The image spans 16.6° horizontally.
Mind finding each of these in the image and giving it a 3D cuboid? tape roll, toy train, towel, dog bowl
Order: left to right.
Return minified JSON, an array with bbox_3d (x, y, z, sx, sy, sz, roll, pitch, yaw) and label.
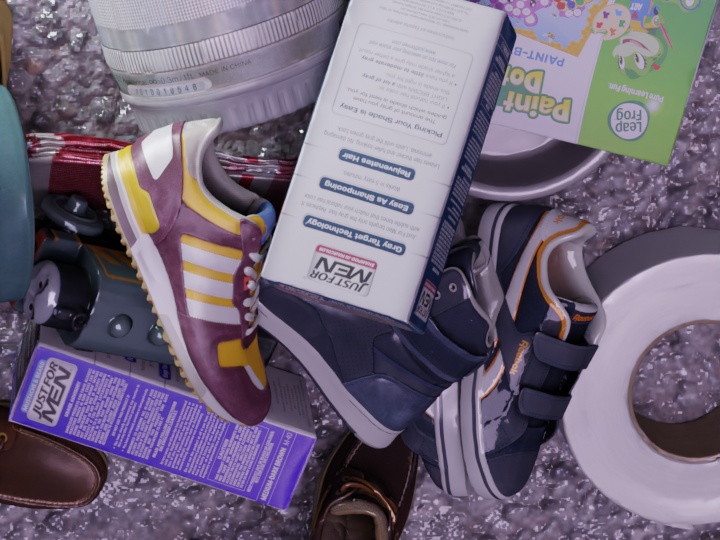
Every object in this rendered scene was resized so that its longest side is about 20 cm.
[{"bbox_3d":[-0.144,0.015,1.626,0.199,0.114,0.086,14,113,-36],"label":"toy train"},{"bbox_3d":[-0.127,-0.059,1.619,0.198,0.144,0.023,4,78,-8],"label":"towel"},{"bbox_3d":[0.100,-0.138,1.659,0.198,0.059,0.202,-2,107,-7],"label":"dog bowl"},{"bbox_3d":[0.231,0.075,1.735,0.201,0.071,0.204,-2,108,-7],"label":"tape roll"}]

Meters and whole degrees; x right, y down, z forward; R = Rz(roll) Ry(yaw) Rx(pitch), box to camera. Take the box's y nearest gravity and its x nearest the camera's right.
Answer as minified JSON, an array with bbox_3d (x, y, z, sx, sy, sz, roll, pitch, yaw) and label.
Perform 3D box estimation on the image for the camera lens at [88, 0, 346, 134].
[{"bbox_3d":[-0.099,-0.202,1.560,0.159,0.160,0.201,-15,108,-2],"label":"camera lens"}]

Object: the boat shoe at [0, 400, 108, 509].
[{"bbox_3d":[-0.269,0.123,1.690,0.199,0.068,0.072,20,104,-13],"label":"boat shoe"}]

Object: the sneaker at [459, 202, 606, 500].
[{"bbox_3d":[0.116,0.056,1.654,0.079,0.078,0.202,4,92,29],"label":"sneaker"}]

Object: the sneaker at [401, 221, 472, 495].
[{"bbox_3d":[0.038,0.058,1.695,0.079,0.078,0.202,-1,108,16],"label":"sneaker"}]

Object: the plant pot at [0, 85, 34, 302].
[{"bbox_3d":[-0.301,-0.039,1.501,0.187,0.200,0.202,-6,109,-19],"label":"plant pot"}]

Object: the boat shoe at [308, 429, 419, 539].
[{"bbox_3d":[0.000,0.176,1.685,0.072,0.072,0.201,35,57,-9],"label":"boat shoe"}]

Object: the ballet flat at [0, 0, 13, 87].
[{"bbox_3d":[-0.263,-0.089,1.627,0.068,0.063,0.202,0,108,-6],"label":"ballet flat"}]

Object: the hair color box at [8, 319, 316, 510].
[{"bbox_3d":[-0.135,0.087,1.674,0.199,0.109,0.065,21,106,-12],"label":"hair color box"}]

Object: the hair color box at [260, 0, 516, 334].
[{"bbox_3d":[0.019,-0.072,1.525,0.099,0.061,0.201,17,84,13],"label":"hair color box"}]

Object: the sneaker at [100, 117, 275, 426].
[{"bbox_3d":[-0.084,0.003,1.535,0.090,0.075,0.201,-22,111,10],"label":"sneaker"}]

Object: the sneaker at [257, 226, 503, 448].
[{"bbox_3d":[0.001,0.000,1.589,0.146,0.077,0.202,-38,101,29],"label":"sneaker"}]

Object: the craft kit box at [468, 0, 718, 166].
[{"bbox_3d":[0.132,-0.186,1.596,0.199,0.049,0.199,12,108,-10],"label":"craft kit box"}]
